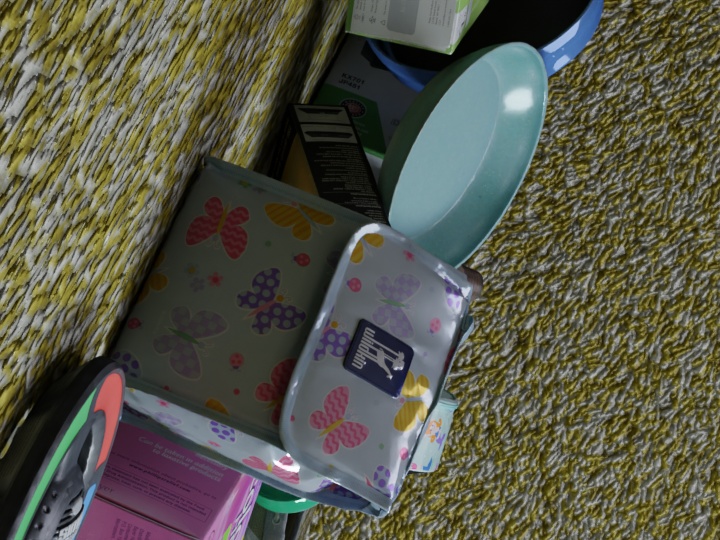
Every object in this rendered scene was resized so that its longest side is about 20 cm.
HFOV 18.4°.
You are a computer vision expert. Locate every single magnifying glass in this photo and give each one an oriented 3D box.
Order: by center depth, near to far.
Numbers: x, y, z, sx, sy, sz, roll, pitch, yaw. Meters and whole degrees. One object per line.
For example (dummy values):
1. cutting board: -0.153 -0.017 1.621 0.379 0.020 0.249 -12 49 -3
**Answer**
1. magnifying glass: -0.036 0.103 1.732 0.022 0.079 0.201 76 26 -50

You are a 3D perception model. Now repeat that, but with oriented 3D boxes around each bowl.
1. bowl: 0.100 -0.214 1.779 0.201 0.199 0.040 -64 148 -34

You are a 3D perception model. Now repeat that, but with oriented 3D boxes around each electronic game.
1. electronic game: -0.182 0.142 1.262 0.200 0.041 0.201 23 90 -84

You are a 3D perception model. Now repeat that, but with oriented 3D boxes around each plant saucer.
1. plant saucer: 0.069 -0.086 1.670 0.200 0.036 0.201 -41 147 -34

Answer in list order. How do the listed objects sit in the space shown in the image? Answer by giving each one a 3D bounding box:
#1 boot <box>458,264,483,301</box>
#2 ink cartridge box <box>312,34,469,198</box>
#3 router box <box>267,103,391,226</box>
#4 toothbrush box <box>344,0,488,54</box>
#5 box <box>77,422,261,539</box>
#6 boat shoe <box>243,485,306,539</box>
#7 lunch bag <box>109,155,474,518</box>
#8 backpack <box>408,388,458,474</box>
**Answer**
1. boot: 0.000 0.000 1.836 0.199 0.145 0.071 -12 -112 53
2. ink cartridge box: 0.048 -0.142 1.838 0.083 0.146 0.201 104 9 -54
3. router box: -0.037 0.001 1.673 0.158 0.052 0.201 -110 -152 -45
4. toothbrush box: 0.059 -0.262 1.646 0.200 0.085 0.147 -55 156 -64
5. box: -0.142 0.183 1.546 0.200 0.096 0.177 -60 171 -60
6. boat shoe: -0.047 0.148 1.759 0.203 0.064 0.075 -59 155 -31
7. lunch bag: -0.041 0.044 1.417 0.127 0.199 0.170 98 16 -72
8. backpack: -0.007 0.113 2.065 0.178 0.199 0.151 20 93 -84
